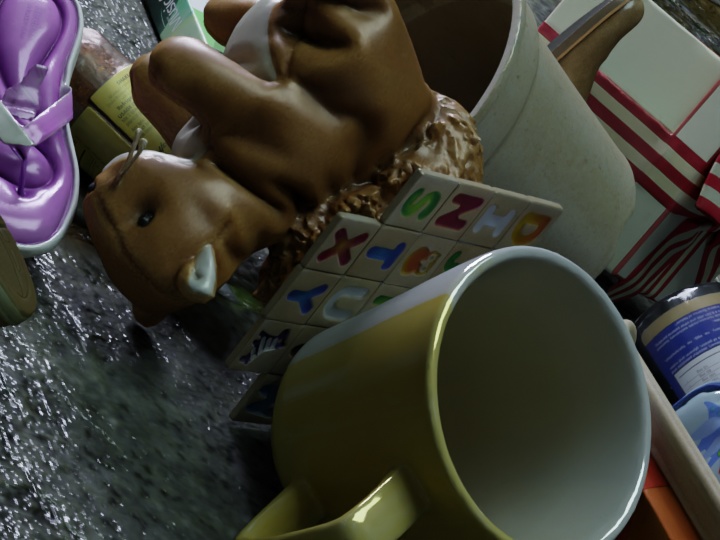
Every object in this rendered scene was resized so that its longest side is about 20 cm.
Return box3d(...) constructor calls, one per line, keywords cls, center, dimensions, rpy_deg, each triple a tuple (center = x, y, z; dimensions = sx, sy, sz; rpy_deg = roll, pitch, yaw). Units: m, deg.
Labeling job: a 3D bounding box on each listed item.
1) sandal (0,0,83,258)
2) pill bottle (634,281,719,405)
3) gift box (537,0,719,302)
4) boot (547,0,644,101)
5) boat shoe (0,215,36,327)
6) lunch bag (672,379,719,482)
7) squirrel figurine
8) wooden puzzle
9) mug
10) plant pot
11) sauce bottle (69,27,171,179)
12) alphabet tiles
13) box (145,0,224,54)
box3d(cls="sandal", center=(-0.179, -0.092, 1.360), dimensions=(0.082, 0.050, 0.203), rpy_deg=(10, 45, -15))
box3d(cls="pill bottle", center=(0.247, 0.110, 1.678), dimensions=(0.112, 0.112, 0.200), rpy_deg=(22, 28, -41))
box3d(cls="gift box", center=(0.196, -0.073, 1.868), dimensions=(0.187, 0.200, 0.184), rpy_deg=(42, 11, 24))
box3d(cls="boot", center=(0.129, -0.104, 1.778), dimensions=(0.075, 0.200, 0.074), rpy_deg=(43, 11, 2))
box3d(cls="boat shoe", center=(-0.231, -0.043, 1.236), dimensions=(0.201, 0.063, 0.073), rpy_deg=(48, 8, -2))
box3d(cls="lunch bag", center=(0.201, 0.167, 1.415), dimensions=(0.082, 0.161, 0.200), rpy_deg=(25, 25, -35))
box3d(cls="squirrel figurine", center=(-0.040, -0.040, 1.358), dimensions=(0.200, 0.141, 0.187), rpy_deg=(42, 64, -17))
box3d(cls="wooden puzzle", center=(0.137, 0.154, 1.332), dimensions=(0.037, 0.186, 0.200), rpy_deg=(-3, 40, -17))
box3d(cls="mug", center=(0.023, 0.074, 1.280), dimensions=(0.186, 0.153, 0.150), rpy_deg=(5, 77, -42))
box3d(cls="plant pot", center=(0.070, -0.073, 1.653), dimensions=(0.183, 0.200, 0.201), rpy_deg=(40, 17, -37))
box3d(cls="sauce bottle", center=(-0.138, -0.087, 1.457), dimensions=(0.200, 0.066, 0.066), rpy_deg=(45, 21, 5))
box3d(cls="alphabet tiles", center=(0.020, 0.021, 1.376), dimensions=(0.200, 0.167, 0.006), rpy_deg=(11, 32, -54))
box3d(cls="box", center=(-0.080, -0.163, 1.758), dimensions=(0.144, 0.036, 0.200), rpy_deg=(26, 24, -35))
